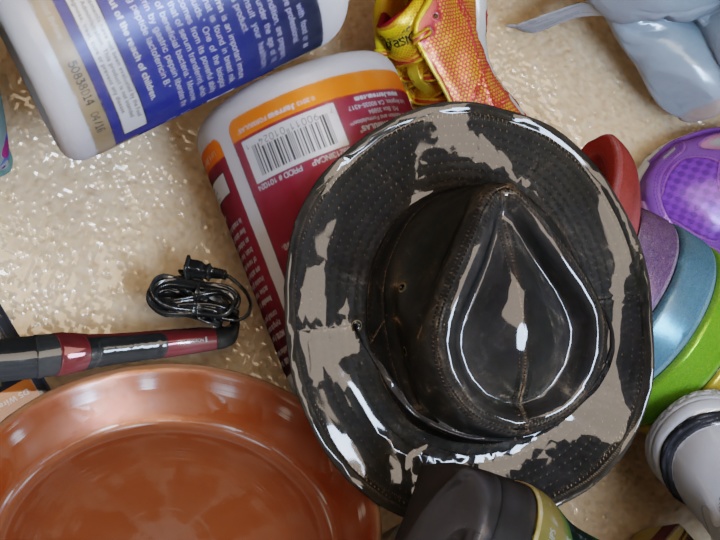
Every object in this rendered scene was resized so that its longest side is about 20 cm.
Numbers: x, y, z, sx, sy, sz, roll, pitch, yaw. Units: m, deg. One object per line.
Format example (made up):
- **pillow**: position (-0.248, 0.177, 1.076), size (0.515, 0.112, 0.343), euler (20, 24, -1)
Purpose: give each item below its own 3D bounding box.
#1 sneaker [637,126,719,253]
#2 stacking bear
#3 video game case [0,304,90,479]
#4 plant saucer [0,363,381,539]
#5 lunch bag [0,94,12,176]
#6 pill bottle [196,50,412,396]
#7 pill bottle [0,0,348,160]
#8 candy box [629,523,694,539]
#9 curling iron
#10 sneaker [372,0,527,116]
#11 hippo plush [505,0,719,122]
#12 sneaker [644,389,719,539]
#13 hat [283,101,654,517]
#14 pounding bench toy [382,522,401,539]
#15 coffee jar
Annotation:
- **sneaker**: position (0.253, -0.059, 0.896), size (0.199, 0.088, 0.081), euler (-12, 81, -17)
- **stacking bear**: position (0.173, 0.042, 0.836), size (0.200, 0.114, 0.122), euler (36, 109, -17)
- **video game case**: position (-0.234, 0.111, 0.743), size (0.199, 0.025, 0.181), euler (-30, 85, -22)
- **plant saucer**: position (-0.090, 0.123, 0.710), size (0.199, 0.032, 0.201), euler (3, 42, -3)
- **lunch bag**: position (-0.248, -0.143, 0.726), size (0.121, 0.170, 0.201), euler (-18, 82, -8)
- **pill bottle**: position (0.000, 0.000, 0.794), size (0.112, 0.113, 0.201), euler (-19, 82, -20)
- **pill bottle**: position (-0.077, -0.145, 0.752), size (0.199, 0.116, 0.116), euler (-27, 84, -10)
- **candy box**: position (0.188, 0.246, 0.814), size (0.117, 0.056, 0.200), euler (-42, 92, -22)
- **curling iron**: position (-0.151, 0.034, 0.767), size (0.199, 0.026, 0.050), euler (-13, 57, -19)
- **sneaker**: position (0.040, -0.106, 0.840), size (0.077, 0.073, 0.201), euler (-13, 86, -44)
- **hippo plush**: position (0.200, -0.193, 0.896), size (0.161, 0.199, 0.160), euler (-63, 141, -31)
- **sneaker**: position (0.236, 0.140, 0.778), size (0.199, 0.115, 0.075), euler (28, 111, -26)
- **hat**: position (0.058, 0.015, 0.700), size (0.199, 0.081, 0.202), euler (1, 81, -9)
- **pounding bench toy**: position (0.030, 0.238, 0.733), size (0.156, 0.124, 0.200), euler (36, 69, -5)
- **coffee jar**: position (0.098, 0.164, 0.675), size (0.199, 0.085, 0.105), euler (28, 75, -16)
